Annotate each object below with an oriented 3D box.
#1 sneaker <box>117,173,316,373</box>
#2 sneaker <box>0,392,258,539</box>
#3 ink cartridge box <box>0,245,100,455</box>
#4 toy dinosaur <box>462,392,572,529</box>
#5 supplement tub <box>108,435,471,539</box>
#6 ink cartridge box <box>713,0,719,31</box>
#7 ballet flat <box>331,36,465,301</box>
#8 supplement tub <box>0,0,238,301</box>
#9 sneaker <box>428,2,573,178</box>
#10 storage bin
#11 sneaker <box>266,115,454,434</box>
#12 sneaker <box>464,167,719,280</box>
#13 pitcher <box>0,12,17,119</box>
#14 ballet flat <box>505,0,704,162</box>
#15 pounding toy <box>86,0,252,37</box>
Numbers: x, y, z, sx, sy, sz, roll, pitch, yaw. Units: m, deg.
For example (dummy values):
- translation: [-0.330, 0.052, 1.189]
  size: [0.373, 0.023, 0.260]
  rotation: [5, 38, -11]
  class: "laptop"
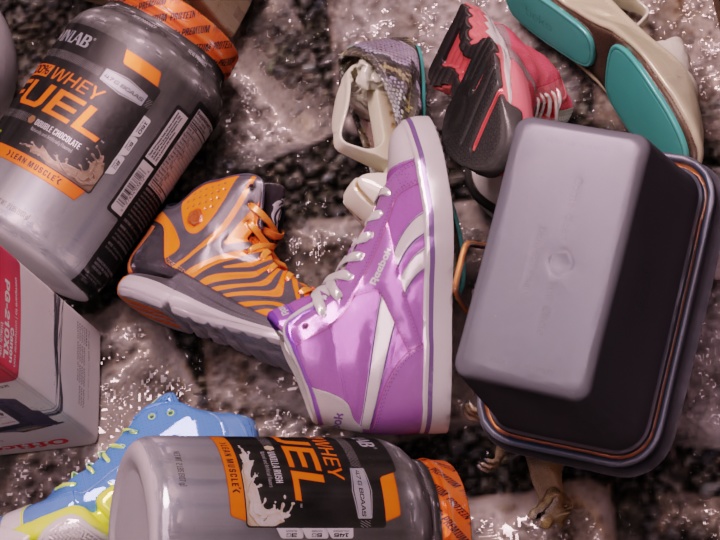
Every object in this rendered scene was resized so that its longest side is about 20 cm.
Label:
- translation: [-0.058, -0.002, 1.520]
  size: [0.200, 0.078, 0.112]
  rotation: [20, 76, 21]
  class: "sneaker"
- translation: [-0.150, 0.140, 1.494]
  size: [0.200, 0.076, 0.105]
  rotation: [-7, 56, -2]
  class: "sneaker"
- translation: [-0.266, 0.056, 1.484]
  size: [0.145, 0.200, 0.084]
  rotation: [-7, 70, 12]
  class: "ink cartridge box"
- translation: [0.126, 0.076, 1.464]
  size: [0.101, 0.058, 0.200]
  rotation: [25, 63, 5]
  class: "toy dinosaur"
- translation: [-0.042, 0.160, 1.390]
  size: [0.200, 0.123, 0.123]
  rotation: [2, 65, -20]
  class: "supplement tub"
- translation: [0.303, -0.213, 1.465]
  size: [0.075, 0.165, 0.200]
  rotation: [25, 77, 22]
  class: "ink cartridge box"
- translation: [0.017, -0.066, 1.528]
  size: [0.072, 0.072, 0.200]
  rotation: [-15, 63, 8]
  class: "ballet flat"
- translation: [-0.176, -0.090, 1.562]
  size: [0.122, 0.123, 0.200]
  rotation: [28, 77, 23]
  class: "supplement tub"
- translation: [0.101, -0.112, 1.480]
  size: [0.087, 0.200, 0.074]
  rotation: [20, 113, -13]
  class: "sneaker"
- translation: [0.119, 0.004, 1.359]
  size: [0.145, 0.134, 0.200]
  rotation: [11, 79, 22]
  class: "storage bin"
- translation: [0.000, 0.000, 1.435]
  size: [0.114, 0.073, 0.201]
  rotation: [2, 78, -3]
  class: "sneaker"
- translation: [0.155, -0.054, 1.482]
  size: [0.200, 0.080, 0.074]
  rotation: [13, 74, 27]
  class: "sneaker"
- translation: [-0.330, -0.177, 1.594]
  size: [0.172, 0.200, 0.121]
  rotation: [39, 82, 25]
  class: "pitcher"
- translation: [0.177, -0.147, 1.531]
  size: [0.069, 0.069, 0.200]
  rotation: [-39, 63, -3]
  class: "ballet flat"
- translation: [-0.128, -0.262, 1.601]
  size: [0.200, 0.184, 0.142]
  rotation: [17, 74, 29]
  class: "pounding toy"
